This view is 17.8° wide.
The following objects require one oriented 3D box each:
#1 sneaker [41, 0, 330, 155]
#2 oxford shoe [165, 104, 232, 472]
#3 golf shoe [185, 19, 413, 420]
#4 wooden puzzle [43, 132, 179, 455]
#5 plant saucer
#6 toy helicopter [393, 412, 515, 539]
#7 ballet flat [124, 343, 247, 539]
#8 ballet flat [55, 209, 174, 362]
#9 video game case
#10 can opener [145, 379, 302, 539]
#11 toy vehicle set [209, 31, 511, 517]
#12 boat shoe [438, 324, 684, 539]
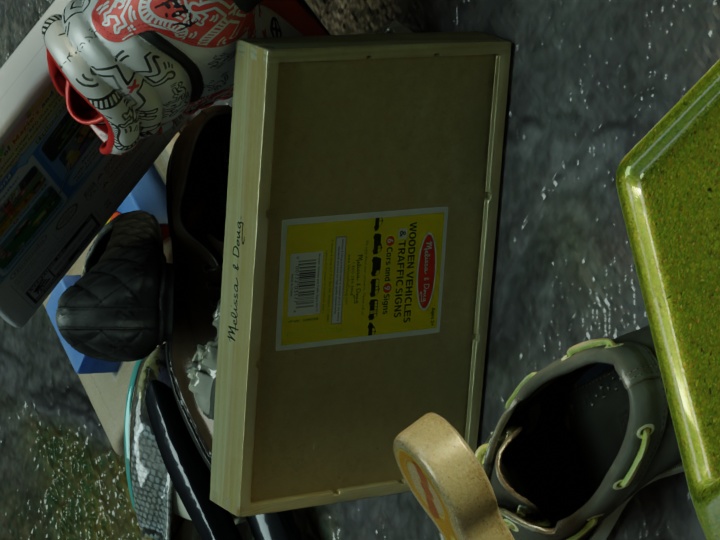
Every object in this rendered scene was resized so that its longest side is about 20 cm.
[{"bbox_3d":[-0.076,-0.097,1.013,0.067,0.108,0.201,52,-176,11],"label":"sneaker"},{"bbox_3d":[-0.061,0.017,1.120,0.084,0.072,0.202,123,135,-78],"label":"oxford shoe"},{"bbox_3d":[-0.001,-0.011,1.053,0.078,0.097,0.201,-111,45,-83],"label":"golf shoe"},{"bbox_3d":[-0.153,-0.024,1.309,0.186,0.046,0.201,58,139,37],"label":"wooden puzzle"},{"bbox_3d":[0.153,-0.012,0.761,0.200,0.048,0.201,-48,41,45],"label":"plant saucer"},{"bbox_3d":[0.066,0.143,0.898,0.201,0.079,0.132,62,168,-12],"label":"toy helicopter"},{"bbox_3d":[-0.085,0.139,1.215,0.072,0.072,0.202,19,110,56],"label":"ballet flat"},{"bbox_3d":[-0.126,0.004,1.145,0.200,0.056,0.067,-152,65,-79],"label":"ballet flat"},{"bbox_3d":[-0.126,-0.076,1.079,0.024,0.201,0.182,36,172,14],"label":"video game case"},{"bbox_3d":[-0.053,0.138,1.149,0.079,0.063,0.201,114,140,-63],"label":"can opener"},{"bbox_3d":[0.000,0.000,0.989,0.026,0.123,0.202,23,113,54],"label":"toy vehicle set"},{"bbox_3d":[0.079,0.076,0.930,0.202,0.060,0.073,-44,57,51],"label":"boat shoe"}]
